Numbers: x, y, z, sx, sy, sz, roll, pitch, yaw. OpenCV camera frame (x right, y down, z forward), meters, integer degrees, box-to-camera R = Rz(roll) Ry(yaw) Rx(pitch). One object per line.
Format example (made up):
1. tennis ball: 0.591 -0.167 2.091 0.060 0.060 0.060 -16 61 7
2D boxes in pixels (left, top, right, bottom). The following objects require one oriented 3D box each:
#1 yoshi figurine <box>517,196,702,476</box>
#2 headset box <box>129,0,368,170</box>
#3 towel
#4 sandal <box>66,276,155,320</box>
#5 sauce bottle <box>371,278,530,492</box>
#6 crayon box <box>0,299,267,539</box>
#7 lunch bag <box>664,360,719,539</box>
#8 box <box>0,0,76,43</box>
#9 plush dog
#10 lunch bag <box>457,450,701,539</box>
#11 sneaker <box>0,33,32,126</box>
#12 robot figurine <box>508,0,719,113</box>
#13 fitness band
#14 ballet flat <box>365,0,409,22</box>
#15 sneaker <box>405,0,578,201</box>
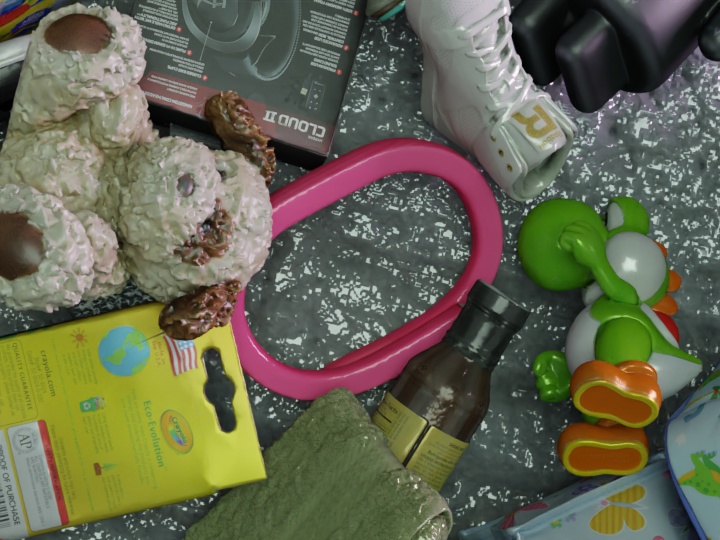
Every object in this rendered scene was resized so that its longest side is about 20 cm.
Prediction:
1. yoshi figurine: 0.141 0.027 1.344 0.112 0.200 0.112 -25 126 28
2. headset box: -0.072 -0.163 1.372 0.148 0.077 0.201 15 84 -4
3. towel: -0.042 0.181 1.306 0.200 0.036 0.148 -49 48 7
4. sandal: -0.175 -0.009 1.367 0.076 0.043 0.201 -23 94 0
5. sauce bottle: 0.040 0.100 1.348 0.065 0.065 0.200 33 94 -2
6. crayon box: -0.165 0.092 1.326 0.199 0.051 0.127 -12 92 4
7. lunch bag: 0.276 0.127 1.324 0.082 0.200 0.161 -23 96 32
8. box: -0.255 -0.203 1.261 0.200 0.193 0.122 -30 87 -36
9. plush dog: -0.137 -0.035 1.274 0.171 0.161 0.200 15 64 -7
10. lunch bag: 0.190 0.204 1.343 0.200 0.127 0.170 -18 87 -21
11. sneaker: -0.259 -0.061 1.334 0.200 0.073 0.112 -27 89 11
12. robot figurine: 0.185 -0.199 1.378 0.150 0.125 0.200 45 77 -5
13. fitness band: 0.000 0.000 1.357 0.200 0.037 0.144 -29 112 -9
14. ballet flat: 0.057 -0.230 1.355 0.200 0.067 0.064 -41 100 -33
15. sneaker: 0.090 -0.125 1.310 0.074 0.200 0.116 -36 61 -14
